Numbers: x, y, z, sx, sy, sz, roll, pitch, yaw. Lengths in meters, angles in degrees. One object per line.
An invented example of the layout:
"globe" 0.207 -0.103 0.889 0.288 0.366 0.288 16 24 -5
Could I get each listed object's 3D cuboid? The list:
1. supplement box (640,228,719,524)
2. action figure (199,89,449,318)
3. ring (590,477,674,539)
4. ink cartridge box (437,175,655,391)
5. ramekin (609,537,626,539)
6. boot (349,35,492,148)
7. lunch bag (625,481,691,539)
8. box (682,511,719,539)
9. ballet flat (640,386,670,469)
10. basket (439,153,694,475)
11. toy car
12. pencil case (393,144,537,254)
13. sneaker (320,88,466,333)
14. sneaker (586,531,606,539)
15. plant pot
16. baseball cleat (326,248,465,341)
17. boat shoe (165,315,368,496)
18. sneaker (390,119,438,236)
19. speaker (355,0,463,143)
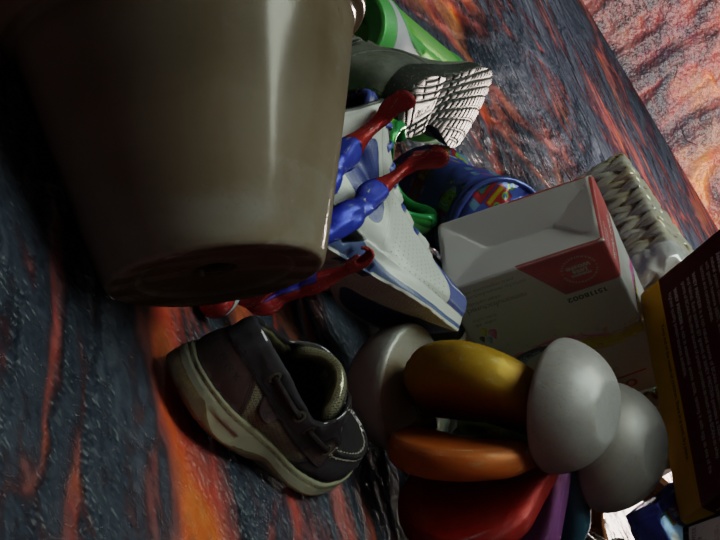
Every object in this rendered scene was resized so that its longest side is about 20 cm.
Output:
"supplement box" 0.308 0.057 1.485 0.132 0.200 0.198 25 40 -28
"action figure" -0.013 -0.036 1.326 0.200 0.099 0.065 -42 105 -31
"ring" 0.221 0.226 1.708 0.200 0.019 0.201 44 -29 31
"ink cartridge box" 0.142 0.037 1.597 0.200 0.116 0.068 59 18 -44
"ramekin" 0.164 0.282 1.449 0.201 0.105 0.201 53 17 -25
"boot" 0.015 -0.152 1.720 0.130 0.068 0.200 29 11 19
"lunch bag" 0.242 0.211 1.512 0.151 0.094 0.200 62 26 6
"box" 0.285 0.254 1.429 0.199 0.046 0.160 26 51 -37
"ballet flat" 0.230 0.112 1.635 0.199 0.064 0.076 -29 117 -39
"basket" 0.189 0.048 1.782 0.198 0.199 0.161 49 17 -37
"toy car" 0.087 0.126 1.441 0.200 0.174 0.151 39 60 -54
"pencil case" 0.077 -0.043 1.696 0.086 0.078 0.200 28 3 -18
"sneaker" 0.002 -0.048 1.437 0.199 0.080 0.116 36 65 -33
"sneaker" 0.128 0.201 1.572 0.200 0.078 0.086 54 22 10
"plant pot" -0.086 -0.079 1.195 0.200 0.199 0.175 24 55 -65
"baseball cleat" 0.000 0.000 1.544 0.200 0.069 0.107 49 33 -25
"boat shoe" -0.035 0.072 1.262 0.200 0.065 0.072 35 27 -59
"sneaker" -0.012 -0.098 1.616 0.201 0.083 0.074 57 16 -9
"speaker" 0.027 -0.166 1.867 0.200 0.088 0.089 29 34 -62
